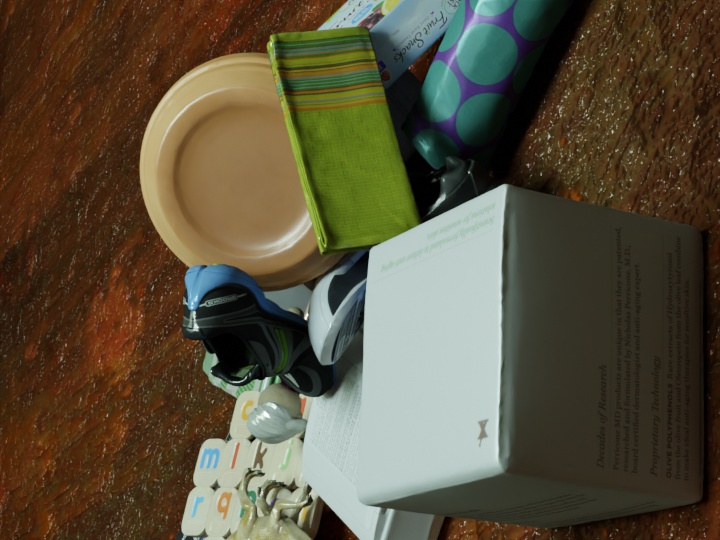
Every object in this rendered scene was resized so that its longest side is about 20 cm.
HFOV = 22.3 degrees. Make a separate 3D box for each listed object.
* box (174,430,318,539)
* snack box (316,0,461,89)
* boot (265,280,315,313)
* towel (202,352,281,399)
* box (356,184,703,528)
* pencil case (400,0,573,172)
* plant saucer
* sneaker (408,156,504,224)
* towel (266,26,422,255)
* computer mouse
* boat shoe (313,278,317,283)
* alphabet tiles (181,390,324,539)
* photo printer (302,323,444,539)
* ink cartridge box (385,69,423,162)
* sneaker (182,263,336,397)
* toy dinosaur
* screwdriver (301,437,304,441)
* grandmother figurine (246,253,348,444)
[{"bbox_3d":[-0.117,0.279,1.817,0.201,0.049,0.199,-62,32,28],"label":"box"},{"bbox_3d":[0.030,-0.219,1.572,0.200,0.053,0.142,-44,17,-4],"label":"snack box"},{"bbox_3d":[-0.094,-0.022,1.753,0.073,0.200,0.096,-22,42,22],"label":"boot"},{"bbox_3d":[-0.112,0.061,1.907,0.200,0.023,0.153,24,100,66],"label":"towel"},{"bbox_3d":[0.117,0.069,1.295,0.199,0.171,0.201,-24,60,59],"label":"box"},{"bbox_3d":[0.107,-0.177,1.499,0.085,0.092,0.201,34,118,13],"label":"pencil case"},{"bbox_3d":[-0.089,-0.077,1.505,0.037,0.199,0.201,-51,-19,-72],"label":"plant saucer"},{"bbox_3d":[0.047,-0.019,1.487,0.200,0.111,0.077,-36,21,39],"label":"sneaker"},{"bbox_3d":[-0.012,-0.106,1.440,0.018,0.086,0.201,100,158,-61],"label":"towel"},{"bbox_3d":[0.000,0.000,1.564,0.200,0.044,0.110,-52,-16,-44],"label":"computer mouse"},{"bbox_3d":[-0.060,-0.076,1.803,0.200,0.068,0.074,62,166,19],"label":"boat shoe"},{"bbox_3d":[-0.098,0.209,1.745,0.199,0.015,0.197,-7,64,49],"label":"alphabet tiles"},{"bbox_3d":[0.017,0.138,1.582,0.200,0.069,0.167,35,111,62],"label":"photo printer"},{"bbox_3d":[-0.034,-0.089,1.641,0.200,0.084,0.144,-51,14,-29],"label":"ink cartridge box"},{"bbox_3d":[-0.090,0.064,1.532,0.070,0.200,0.083,1,67,32],"label":"sneaker"},{"bbox_3d":[-0.095,0.236,1.665,0.199,0.058,0.102,-13,61,46],"label":"toy dinosaur"},{"bbox_3d":[-0.052,0.105,1.775,0.028,0.029,0.201,-45,43,48],"label":"screwdriver"},{"bbox_3d":[-0.044,0.067,1.677,0.060,0.121,0.201,21,82,44],"label":"grandmother figurine"}]
